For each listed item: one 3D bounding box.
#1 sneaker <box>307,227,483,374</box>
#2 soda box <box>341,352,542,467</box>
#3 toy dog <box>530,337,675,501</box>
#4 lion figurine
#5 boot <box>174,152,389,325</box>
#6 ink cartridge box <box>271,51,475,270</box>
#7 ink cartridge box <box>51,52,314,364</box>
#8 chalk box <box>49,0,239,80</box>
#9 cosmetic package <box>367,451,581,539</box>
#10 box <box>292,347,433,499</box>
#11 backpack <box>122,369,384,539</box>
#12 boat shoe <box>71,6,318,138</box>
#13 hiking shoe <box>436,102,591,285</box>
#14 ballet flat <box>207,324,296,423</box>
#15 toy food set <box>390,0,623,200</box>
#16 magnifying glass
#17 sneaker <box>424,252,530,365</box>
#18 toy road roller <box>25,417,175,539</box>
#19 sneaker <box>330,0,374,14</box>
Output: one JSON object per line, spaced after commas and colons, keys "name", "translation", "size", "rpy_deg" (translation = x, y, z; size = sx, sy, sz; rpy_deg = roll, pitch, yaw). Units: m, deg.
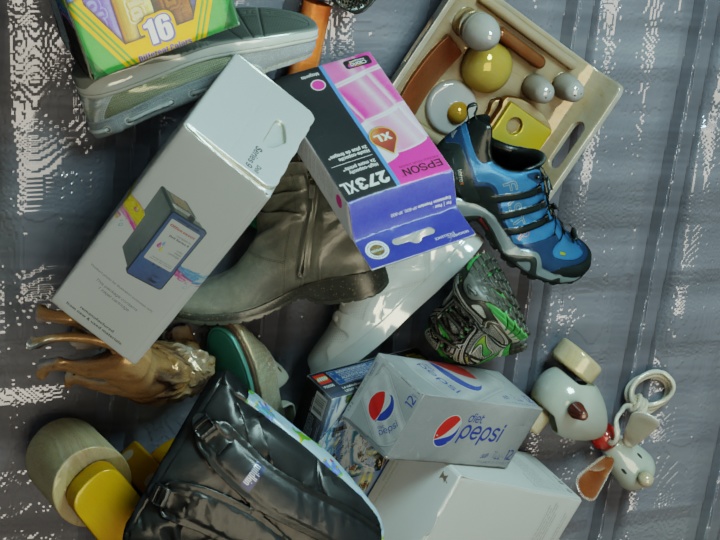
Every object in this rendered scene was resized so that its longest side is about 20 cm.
{"name": "sneaker", "translation": [0.000, 0.000, 1.409], "size": [0.116, 0.074, 0.200], "rpy_deg": [44, 104, -8]}
{"name": "soda box", "translation": [0.075, 0.125, 1.400], "size": [0.199, 0.063, 0.069], "rpy_deg": [12, 113, -52]}
{"name": "toy dog", "translation": [0.232, 0.153, 1.538], "size": [0.198, 0.096, 0.133], "rpy_deg": [19, 104, -27]}
{"name": "lion figurine", "translation": [-0.193, 0.074, 1.308], "size": [0.121, 0.200, 0.073], "rpy_deg": [10, 88, 7]}
{"name": "boot", "translation": [-0.077, -0.033, 1.345], "size": [0.197, 0.068, 0.132], "rpy_deg": [-11, 106, 8]}
{"name": "ink cartridge box", "translation": [0.007, -0.091, 1.274], "size": [0.094, 0.201, 0.037], "rpy_deg": [-18, 144, -19]}
{"name": "ink cartridge box", "translation": [-0.135, -0.049, 1.229], "size": [0.087, 0.146, 0.200], "rpy_deg": [38, 121, -10]}
{"name": "chalk box", "translation": [-0.186, -0.268, 1.185], "size": [0.123, 0.125, 0.202], "rpy_deg": [-21, 118, -12]}
{"name": "cosmetic package", "translation": [0.104, 0.224, 1.488], "size": [0.199, 0.085, 0.108], "rpy_deg": [20, 106, -47]}
{"name": "box", "translation": [-0.013, 0.172, 1.434], "size": [0.136, 0.040, 0.202], "rpy_deg": [-11, 129, -43]}
{"name": "backpack", "translation": [-0.075, 0.201, 1.304], "size": [0.199, 0.154, 0.164], "rpy_deg": [30, 79, -3]}
{"name": "boat shoe", "translation": [-0.129, -0.161, 1.284], "size": [0.200, 0.075, 0.065], "rpy_deg": [-17, 123, -10]}
{"name": "hiking shoe", "translation": [0.142, -0.058, 1.380], "size": [0.199, 0.075, 0.087], "rpy_deg": [32, 117, -30]}
{"name": "ballet flat", "translation": [-0.090, 0.118, 1.427], "size": [0.062, 0.067, 0.202], "rpy_deg": [-33, 127, -36]}
{"name": "toy food set", "translation": [0.121, -0.151, 1.390], "size": [0.199, 0.060, 0.144], "rpy_deg": [31, 98, -28]}
{"name": "magnifying glass", "translation": [-0.059, -0.129, 1.353], "size": [0.079, 0.022, 0.202], "rpy_deg": [6, 110, -23]}
{"name": "sneaker", "translation": [0.100, 0.048, 1.406], "size": [0.084, 0.079, 0.200], "rpy_deg": [-24, 161, -2]}
{"name": "toy road roller", "translation": [-0.178, 0.188, 1.381], "size": [0.146, 0.123, 0.201], "rpy_deg": [-44, 121, -12]}
{"name": "sneaker", "translation": [0.010, -0.303, 1.269], "size": [0.079, 0.086, 0.202], "rpy_deg": [4, 110, -21]}
